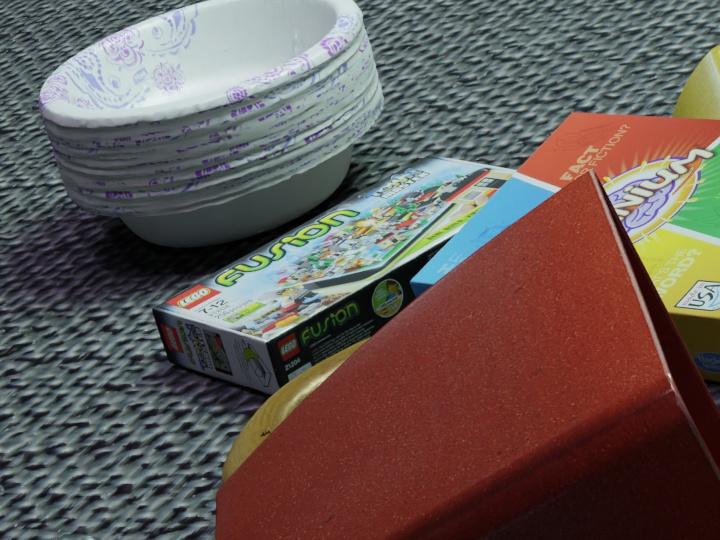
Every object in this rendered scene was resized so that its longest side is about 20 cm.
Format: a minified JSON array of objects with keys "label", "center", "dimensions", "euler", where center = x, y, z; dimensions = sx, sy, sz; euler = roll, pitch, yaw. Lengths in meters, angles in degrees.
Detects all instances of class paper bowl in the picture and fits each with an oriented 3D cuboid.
[{"label":"paper bowl","center":[-0.083,-0.086,1.589],"dimensions":[0.200,0.105,0.201],"euler":[-14,21,6]}]

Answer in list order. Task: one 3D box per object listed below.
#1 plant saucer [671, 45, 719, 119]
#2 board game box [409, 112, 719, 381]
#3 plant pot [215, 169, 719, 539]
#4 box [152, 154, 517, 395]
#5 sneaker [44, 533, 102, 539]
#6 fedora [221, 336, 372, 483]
[{"label":"plant saucer","center":[0.269,-0.095,1.436],"dimensions":[0.199,0.049,0.200],"euler":[-14,22,5]},{"label":"board game box","center":[0.145,-0.015,1.309],"dimensions":[0.199,0.040,0.153],"euler":[6,41,44]},{"label":"plant pot","center":[0.057,0.118,0.911],"dimensions":[0.176,0.201,0.200],"euler":[-27,21,8]},{"label":"box","center":[0.000,0.000,1.416],"dimensions":[0.200,0.035,0.110],"euler":[-30,25,-30]},{"label":"sneaker","center":[-0.104,0.147,1.087],"dimensions":[0.199,0.073,0.112],"euler":[-5,26,30]},{"label":"fedora","center":[0.041,0.081,1.132],"dimensions":[0.200,0.082,0.201],"euler":[-19,18,6]}]
